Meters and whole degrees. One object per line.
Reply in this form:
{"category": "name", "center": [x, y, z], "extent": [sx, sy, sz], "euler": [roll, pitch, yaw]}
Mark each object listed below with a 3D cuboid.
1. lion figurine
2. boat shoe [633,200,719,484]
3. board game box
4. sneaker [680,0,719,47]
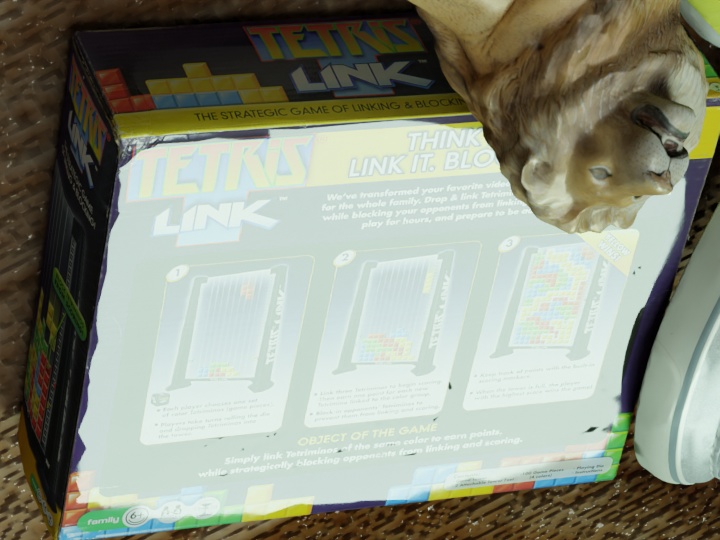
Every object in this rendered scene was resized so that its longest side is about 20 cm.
{"category": "lion figurine", "center": [0.022, -0.098, 0.834], "extent": [0.199, 0.073, 0.123], "euler": [28, 108, -16]}
{"category": "boat shoe", "center": [0.149, 0.002, 0.958], "extent": [0.070, 0.071, 0.201], "euler": [-32, 151, -49]}
{"category": "board game box", "center": [0.000, 0.000, 0.946], "extent": [0.199, 0.057, 0.166], "euler": [-4, 130, -21]}
{"category": "sneaker", "center": [0.131, -0.139, 0.860], "extent": [0.075, 0.077, 0.201], "euler": [-8, 135, -20]}
